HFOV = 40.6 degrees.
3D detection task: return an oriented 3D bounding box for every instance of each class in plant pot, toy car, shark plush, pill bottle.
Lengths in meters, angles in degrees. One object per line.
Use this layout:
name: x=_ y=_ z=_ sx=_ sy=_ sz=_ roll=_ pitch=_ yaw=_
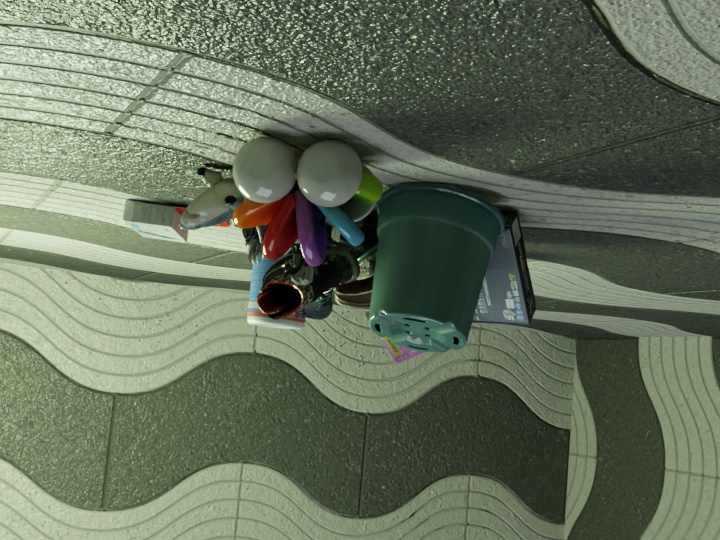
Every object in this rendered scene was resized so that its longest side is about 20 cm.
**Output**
plant pot: x=0.101 y=0.005 z=1.447 sx=0.198 sy=0.198 sz=0.201 roll=12 pitch=158 yaw=5
toy car: x=-0.072 y=-0.082 z=1.253 sx=0.198 sy=0.152 sz=0.175 roll=4 pitch=173 yaw=11
shark plush: x=-0.185 y=-0.102 z=1.477 sx=0.091 sy=0.084 sz=0.199 roll=36 pitch=-154 yaw=23
pill bottle: x=-0.151 y=0.007 z=1.850 sx=0.111 sy=0.202 sz=0.112 roll=5 pitch=174 yaw=1

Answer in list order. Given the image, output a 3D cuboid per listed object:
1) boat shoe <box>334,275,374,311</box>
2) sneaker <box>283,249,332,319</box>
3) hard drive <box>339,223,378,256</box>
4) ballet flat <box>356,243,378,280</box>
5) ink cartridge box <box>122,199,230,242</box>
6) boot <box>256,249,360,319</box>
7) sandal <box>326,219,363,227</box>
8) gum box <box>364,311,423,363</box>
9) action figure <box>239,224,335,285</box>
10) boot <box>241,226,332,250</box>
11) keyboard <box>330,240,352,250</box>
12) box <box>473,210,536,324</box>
boat shoe: x=0.054 y=0.017 z=1.598 sx=0.198 sy=0.072 sz=0.076 roll=-8 pitch=-154 yaw=2
sneaker: x=-0.079 y=0.044 z=1.755 sx=0.087 sy=0.075 sz=0.200 roll=28 pitch=162 yaw=32
hard drive: x=0.021 y=-0.006 z=1.803 sx=0.139 sy=0.033 sz=0.201 roll=27 pitch=150 yaw=9
ballet flat: x=0.000 y=0.000 z=1.724 sx=0.068 sy=0.076 sz=0.199 roll=-36 pitch=-169 yaw=-31
ink cartridge box: x=-0.349 y=-0.089 z=1.874 sx=0.174 sy=0.045 sz=0.200 roll=7 pitch=174 yaw=-1
boot: x=-0.115 y=0.025 z=1.576 sx=0.199 sy=0.074 sz=0.150 roll=-7 pitch=-164 yaw=37
sandal: x=-0.073 y=-0.111 z=1.443 sx=0.200 sy=0.058 sz=0.080 roll=27 pitch=172 yaw=-31
gum box: x=0.084 y=0.085 z=1.742 sx=0.113 sy=0.067 sz=0.200 roll=-24 pitch=145 yaw=6
action figure: x=-0.115 y=-0.040 z=1.466 sx=0.118 sy=0.103 sz=0.200 roll=17 pitch=173 yaw=20
boot: x=-0.126 y=-0.076 z=1.649 sx=0.156 sy=0.080 sz=0.211 roll=6 pitch=174 yaw=-3
keyboard: x=-0.110 y=-0.057 z=1.761 sx=0.199 sy=0.011 sz=0.056 roll=19 pitch=-148 yaw=30
box: x=0.196 y=-0.004 z=1.606 sx=0.156 sy=0.201 sz=0.051 roll=3 pitch=-144 yaw=28
